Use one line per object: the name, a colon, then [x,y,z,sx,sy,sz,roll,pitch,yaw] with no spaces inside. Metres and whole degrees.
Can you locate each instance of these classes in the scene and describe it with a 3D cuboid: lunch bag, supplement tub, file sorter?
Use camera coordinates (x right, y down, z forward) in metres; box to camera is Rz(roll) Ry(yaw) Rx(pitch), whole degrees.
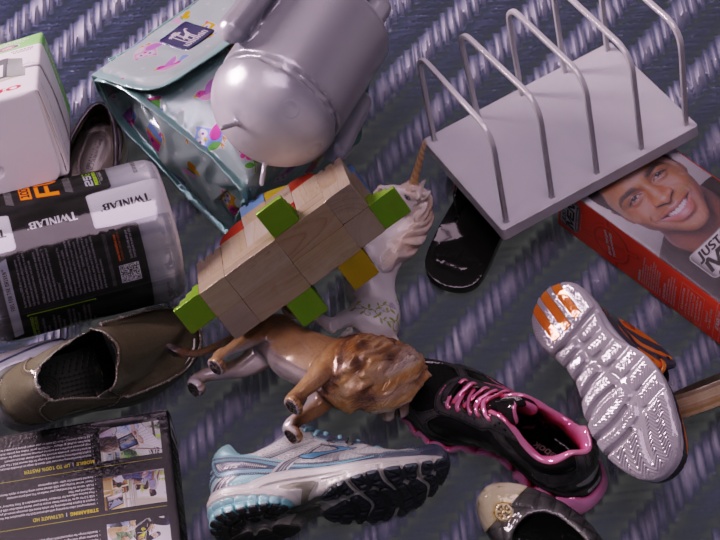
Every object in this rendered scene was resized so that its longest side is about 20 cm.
lunch bag: [-0.119,-0.156,1.652,0.200,0.122,0.170,43,66,14]
supplement tub: [-0.254,-0.013,1.536,0.199,0.123,0.123,-14,57,-11]
file sorter: [0.164,-0.152,1.577,0.200,0.125,0.139,-28,48,-11]

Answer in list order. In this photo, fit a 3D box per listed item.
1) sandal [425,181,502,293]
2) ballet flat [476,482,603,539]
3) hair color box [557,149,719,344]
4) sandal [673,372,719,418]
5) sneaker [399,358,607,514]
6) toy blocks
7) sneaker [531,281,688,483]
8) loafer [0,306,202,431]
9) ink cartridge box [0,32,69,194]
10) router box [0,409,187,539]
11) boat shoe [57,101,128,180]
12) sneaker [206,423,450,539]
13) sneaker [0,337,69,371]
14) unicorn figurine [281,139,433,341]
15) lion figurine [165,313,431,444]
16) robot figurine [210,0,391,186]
sandal: [0.113,-0.070,1.636,0.075,0.045,0.200,15,59,15]
ballet flat: [0.165,0.231,1.422,0.200,0.057,0.067,41,97,26]
hair color box: [0.276,-0.032,1.591,0.200,0.061,0.101,38,67,26]
sandal: [0.363,0.098,1.511,0.211,0.078,0.070,-21,89,-1]
sneaker: [0.111,0.117,1.486,0.200,0.095,0.079,27,65,21]
toy blocks: [-0.062,-0.028,1.523,0.200,0.100,0.137,-36,19,6]
sneaker: [0.223,0.093,1.470,0.078,0.112,0.200,-44,48,21]
loafer: [-0.204,0.079,1.511,0.200,0.070,0.075,-24,90,-37]
ink cartridge box: [-0.336,-0.130,1.621,0.145,0.084,0.200,-17,22,-2]
router box: [-0.242,0.201,1.479,0.199,0.051,0.150,-9,58,-2]
boat shoe: [-0.252,-0.062,1.644,0.072,0.065,0.200,8,59,6]
sneaker: [-0.029,0.155,1.482,0.199,0.078,0.087,-10,53,-3]
sneaker: [-0.336,0.091,1.543,0.200,0.073,0.071,-22,67,-9]
unicorn figurine: [0.000,0.000,1.589,0.137,0.074,0.201,-6,76,4]
lion figurine: [-0.050,0.073,1.498,0.200,0.073,0.122,28,51,28]
robot figurine: [-0.051,-0.168,1.543,0.113,0.170,0.200,-3,47,49]
